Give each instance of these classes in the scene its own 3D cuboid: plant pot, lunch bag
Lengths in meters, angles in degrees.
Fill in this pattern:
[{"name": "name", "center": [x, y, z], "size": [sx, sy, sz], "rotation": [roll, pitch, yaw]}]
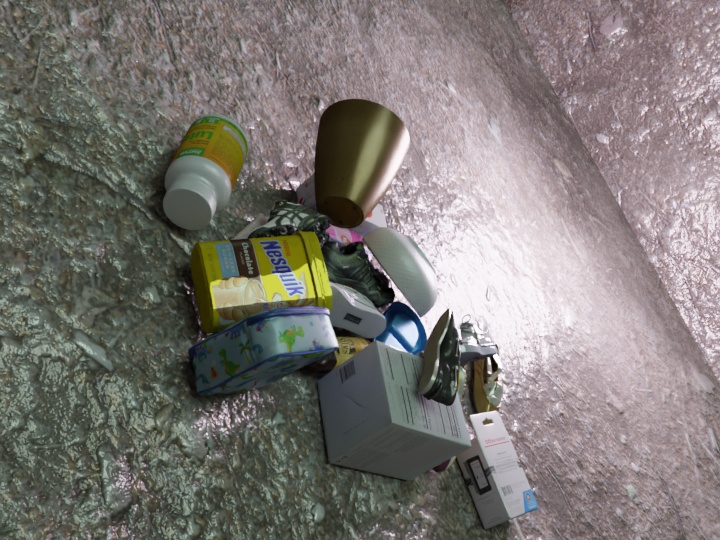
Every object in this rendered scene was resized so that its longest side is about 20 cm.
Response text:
[{"name": "plant pot", "center": [-0.016, -0.186, 1.505], "size": [0.186, 0.185, 0.202], "rotation": [36, 52, -27]}, {"name": "lunch bag", "center": [-0.139, 0.117, 1.150], "size": [0.159, 0.199, 0.084], "rotation": [1, 67, -49]}]

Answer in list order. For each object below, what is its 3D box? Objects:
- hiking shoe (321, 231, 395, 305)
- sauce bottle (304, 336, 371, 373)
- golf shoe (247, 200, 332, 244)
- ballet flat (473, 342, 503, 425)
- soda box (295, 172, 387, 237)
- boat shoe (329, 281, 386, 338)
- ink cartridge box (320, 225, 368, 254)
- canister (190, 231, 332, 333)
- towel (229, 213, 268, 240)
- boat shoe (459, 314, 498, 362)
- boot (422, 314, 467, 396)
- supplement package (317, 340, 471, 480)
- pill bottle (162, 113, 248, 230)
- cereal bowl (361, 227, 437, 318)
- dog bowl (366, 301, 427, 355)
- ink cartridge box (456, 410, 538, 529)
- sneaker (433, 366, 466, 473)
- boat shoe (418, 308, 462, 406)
[{"name": "hiking shoe", "center": [0.000, 0.000, 1.507], "size": [0.198, 0.075, 0.102], "rotation": [24, 85, -36]}, {"name": "sauce bottle", "center": [-0.056, 0.145, 1.355], "size": [0.199, 0.066, 0.067], "rotation": [8, 55, -51]}, {"name": "golf shoe", "center": [-0.142, -0.073, 1.391], "size": [0.094, 0.078, 0.199], "rotation": [39, 29, 22]}, {"name": "ballet flat", "center": [0.276, 0.237, 1.702], "size": [0.068, 0.063, 0.202], "rotation": [32, 40, -30]}, {"name": "soda box", "center": [-0.036, -0.123, 1.615], "size": [0.198, 0.063, 0.069], "rotation": [22, 45, -41]}, {"name": "boat shoe", "center": [-0.040, 0.060, 1.415], "size": [0.199, 0.074, 0.066], "rotation": [34, 15, -37]}, {"name": "ink cartridge box", "center": [-0.041, -0.043, 1.569], "size": [0.199, 0.037, 0.096], "rotation": [29, 41, -38]}, {"name": "canister", "center": [-0.158, 0.019, 1.253], "size": [0.197, 0.087, 0.151], "rotation": [-6, 68, -27]}, {"name": "towel", "center": [-0.154, 0.015, 1.375], "size": [0.201, 0.032, 0.191], "rotation": [52, 33, -8]}, {"name": "boat shoe", "center": [0.212, 0.132, 1.569], "size": [0.201, 0.074, 0.087], "rotation": [5, 64, -57]}, {"name": "boot", "center": [0.164, 0.178, 1.586], "size": [0.146, 0.069, 0.203], "rotation": [19, 56, -59]}, {"name": "supplement package", "center": [0.055, 0.240, 1.332], "size": [0.198, 0.151, 0.152], "rotation": [24, 42, -39]}, {"name": "pill bottle", "center": [-0.260, -0.162, 1.318], "size": [0.111, 0.111, 0.202], "rotation": [38, 36, -23]}, {"name": "cereal bowl", "center": [0.091, -0.009, 1.580], "size": [0.201, 0.083, 0.200], "rotation": [53, 0, 0]}, {"name": "dog bowl", "center": [0.064, 0.144, 1.524], "size": [0.112, 0.049, 0.201], "rotation": [48, 34, -11]}, {"name": "ink cartridge box", "center": [0.255, 0.384, 1.542], "size": [0.115, 0.068, 0.203], "rotation": [5, 58, -50]}, {"name": "sneaker", "center": [0.135, 0.266, 1.462], "size": [0.089, 0.075, 0.203], "rotation": [15, 72, -25]}, {"name": "boat shoe", "center": [0.142, 0.147, 1.329], "size": [0.057, 0.067, 0.201], "rotation": [33, 38, -10]}]
